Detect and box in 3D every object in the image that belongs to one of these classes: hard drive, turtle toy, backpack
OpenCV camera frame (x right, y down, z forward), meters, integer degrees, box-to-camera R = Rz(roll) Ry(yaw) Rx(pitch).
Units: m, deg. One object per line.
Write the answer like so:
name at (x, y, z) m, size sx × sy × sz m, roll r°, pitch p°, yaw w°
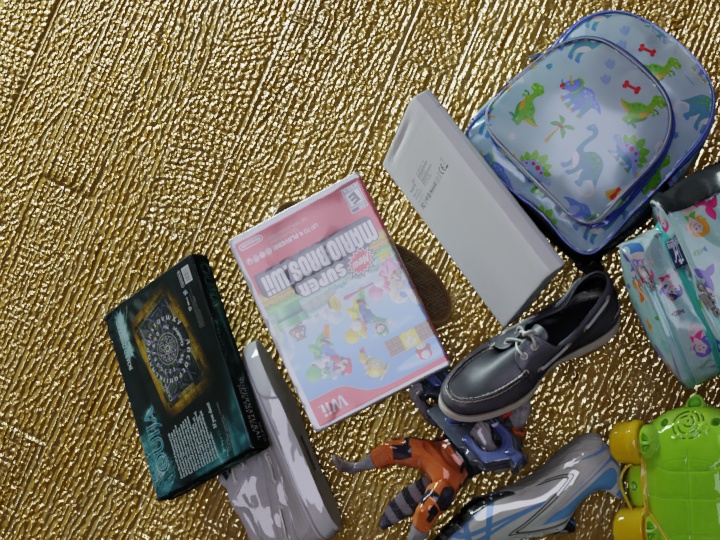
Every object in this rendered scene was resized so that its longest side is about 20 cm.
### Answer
hard drive at (0.100, -0.054, 1.142) m, size 0.027 × 0.132 × 0.201 m, roll -30°, pitch 76°, yaw -23°
turtle toy at (0.301, 0.209, 1.079) m, size 0.145 × 0.101 × 0.202 m, roll -5°, pitch 84°, yaw 32°
backpack at (0.216, -0.130, 1.117) m, size 0.200 × 0.147 × 0.183 m, roll -45°, pitch 79°, yaw 1°
backpack at (0.315, 0.025, 1.060) m, size 0.150 × 0.177 × 0.201 m, roll -33°, pitch 76°, yaw 7°

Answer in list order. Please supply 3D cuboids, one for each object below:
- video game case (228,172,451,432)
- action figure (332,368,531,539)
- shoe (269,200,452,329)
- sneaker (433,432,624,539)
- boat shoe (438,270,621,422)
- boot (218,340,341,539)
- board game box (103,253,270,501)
video game case at (-0.021, 0.029, 1.153) m, size 0.142 × 0.017 × 0.201 m, roll -27°, pitch 80°, yaw 7°
action figure at (0.073, 0.154, 1.158) m, size 0.193 × 0.105 × 0.200 m, roll -33°, pitch 48°, yaw 0°
shoe at (0.000, 0.000, 1.199) m, size 0.199 × 0.054 × 0.070 m, roll 32°, pitch 59°, yaw 10°
sneaker at (0.149, 0.224, 1.128) m, size 0.199 × 0.072 × 0.073 m, roll -32°, pitch 87°, yaw 10°
boat shoe at (0.151, 0.063, 1.111) m, size 0.199 × 0.063 × 0.073 m, roll -29°, pitch 48°, yaw -18°
boot at (-0.098, 0.175, 1.182) m, size 0.095 × 0.074 × 0.201 m, roll -25°, pitch 76°, yaw 8°
board game box at (-0.172, 0.104, 1.193) m, size 0.135 × 0.028 × 0.201 m, roll -31°, pitch 69°, yaw 30°
